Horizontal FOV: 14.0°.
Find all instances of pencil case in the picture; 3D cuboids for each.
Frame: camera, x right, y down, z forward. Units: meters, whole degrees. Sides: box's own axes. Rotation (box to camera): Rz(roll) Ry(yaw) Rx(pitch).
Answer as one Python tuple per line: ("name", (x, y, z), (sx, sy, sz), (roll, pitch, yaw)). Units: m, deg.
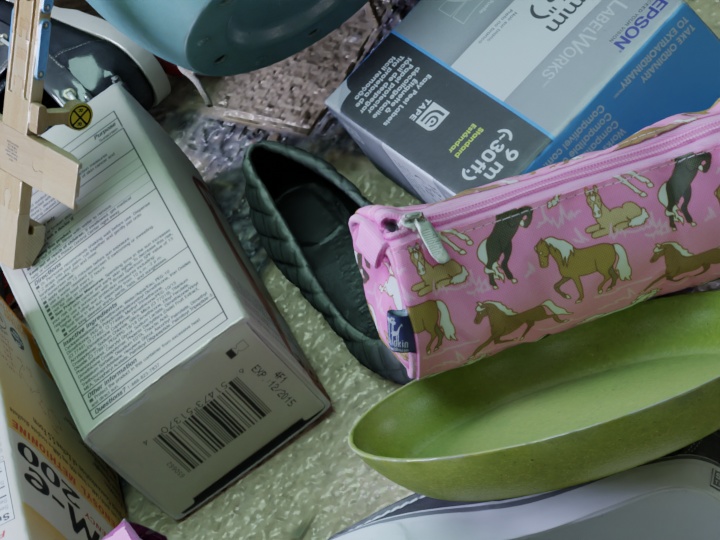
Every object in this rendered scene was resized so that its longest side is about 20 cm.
("pencil case", (0.098, -0.017, 1.305), (0.199, 0.083, 0.087), (-17, 2, -4))

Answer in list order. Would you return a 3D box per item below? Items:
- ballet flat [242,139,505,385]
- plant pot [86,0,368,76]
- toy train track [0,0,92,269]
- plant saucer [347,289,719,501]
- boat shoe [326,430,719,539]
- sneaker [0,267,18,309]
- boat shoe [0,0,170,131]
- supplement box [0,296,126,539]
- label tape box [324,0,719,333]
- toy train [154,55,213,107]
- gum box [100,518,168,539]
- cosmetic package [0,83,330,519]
("ballet flat", (0.000, 0.000, 1.413), (0.066, 0.057, 0.200), (-46, 44, -6))
("plant pot", (-0.070, -0.196, 1.457), (0.200, 0.201, 0.161), (-34, 71, 5))
("toy train track", (-0.152, -0.099, 1.417), (0.115, 0.032, 0.201), (29, 118, 46))
("plant saucer", (0.094, 0.056, 1.250), (0.199, 0.031, 0.200), (-17, 11, 3))
("boat shoe", (0.068, 0.105, 1.278), (0.200, 0.070, 0.066), (-19, 39, 19))
("sneaker", (-0.210, -0.004, 1.523), (0.079, 0.095, 0.200), (-49, 22, 38))
("boat shoe", (-0.195, -0.114, 1.625), (0.200, 0.072, 0.068), (20, 64, 41))
("supplement box", (-0.164, 0.116, 1.379), (0.073, 0.126, 0.200), (-27, 45, 10))
("label tape box", (0.098, -0.076, 1.405), (0.143, 0.066, 0.200), (-46, 43, -7))
("toy train", (-0.069, -0.162, 1.584), (0.116, 0.085, 0.200), (-28, 43, -8))
("gum box", (-0.080, 0.220, 1.223), (0.113, 0.066, 0.200), (-37, 75, 3))
("cosmetic package", (-0.107, 0.013, 1.451), (0.103, 0.087, 0.200), (-36, 45, 6))
